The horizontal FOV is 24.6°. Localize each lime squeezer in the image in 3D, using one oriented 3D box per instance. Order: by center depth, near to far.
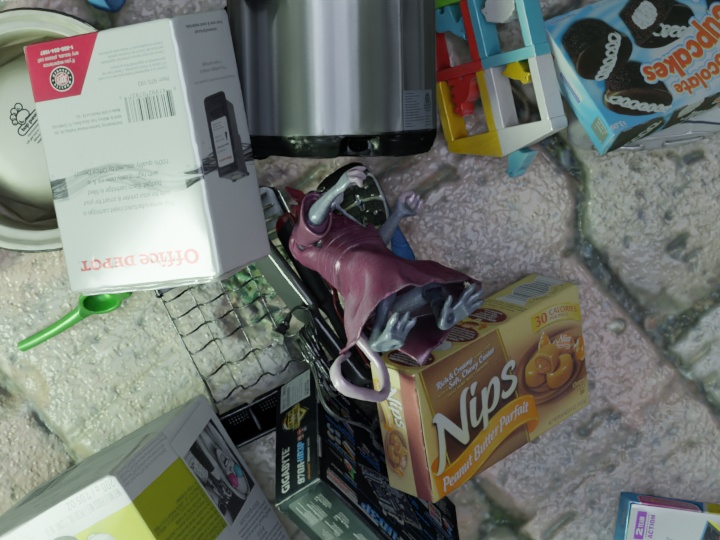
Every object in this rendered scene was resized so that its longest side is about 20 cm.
[{"bbox_3d":[-0.220,0.002,1.401,0.071,0.038,0.200,37,94,26],"label":"lime squeezer"}]

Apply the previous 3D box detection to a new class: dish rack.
[{"bbox_3d":[-0.095,0.034,1.413,0.153,0.055,0.201,-26,95,-1],"label":"dish rack"}]

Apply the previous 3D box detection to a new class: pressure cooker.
[{"bbox_3d":[-0.021,-0.192,1.338,0.178,0.176,0.201,-2,98,-4],"label":"pressure cooker"}]

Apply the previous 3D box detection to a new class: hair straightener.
[{"bbox_3d":[-0.043,0.053,1.345,0.077,0.041,0.201,-25,84,-33],"label":"hair straightener"}]

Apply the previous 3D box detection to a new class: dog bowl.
[{"bbox_3d":[-0.269,-0.117,1.386,0.199,0.074,0.201,0,95,-2],"label":"dog bowl"}]

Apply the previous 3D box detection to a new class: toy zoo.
[{"bbox_3d":[0.106,-0.176,1.374,0.020,0.131,0.201,-16,96,-37],"label":"toy zoo"}]

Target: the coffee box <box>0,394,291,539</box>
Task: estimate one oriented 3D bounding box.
[{"bbox_3d":[-0.186,0.255,1.331,0.199,0.200,0.198,-30,95,18],"label":"coffee box"}]

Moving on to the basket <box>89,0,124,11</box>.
[{"bbox_3d":[-0.198,-0.325,1.321,0.138,0.176,0.201,11,79,10],"label":"basket"}]

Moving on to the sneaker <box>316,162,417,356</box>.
[{"bbox_3d":[0.016,0.005,1.410,0.078,0.089,0.201,-21,77,20],"label":"sneaker"}]

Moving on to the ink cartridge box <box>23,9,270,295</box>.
[{"bbox_3d":[-0.165,-0.091,1.286,0.145,0.083,0.201,-5,100,28],"label":"ink cartridge box"}]

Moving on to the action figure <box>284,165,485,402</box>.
[{"bbox_3d":[0.000,0.000,1.301,0.200,0.134,0.149,36,99,40],"label":"action figure"}]

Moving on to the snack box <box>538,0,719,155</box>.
[{"bbox_3d":[0.254,-0.181,1.366,0.199,0.037,0.116,-23,71,-22],"label":"snack box"}]

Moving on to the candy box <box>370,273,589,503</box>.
[{"bbox_3d":[0.103,0.093,1.359,0.200,0.055,0.116,-26,116,-36],"label":"candy box"}]

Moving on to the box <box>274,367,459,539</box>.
[{"bbox_3d":[0.010,0.192,1.348,0.046,0.159,0.200,-35,116,17],"label":"box"}]

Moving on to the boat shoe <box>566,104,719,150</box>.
[{"bbox_3d":[0.269,-0.140,1.410,0.199,0.065,0.074,-3,57,-13],"label":"boat shoe"}]

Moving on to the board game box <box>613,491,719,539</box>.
[{"bbox_3d":[0.319,0.285,1.455,0.199,0.040,0.154,8,94,-3],"label":"board game box"}]
